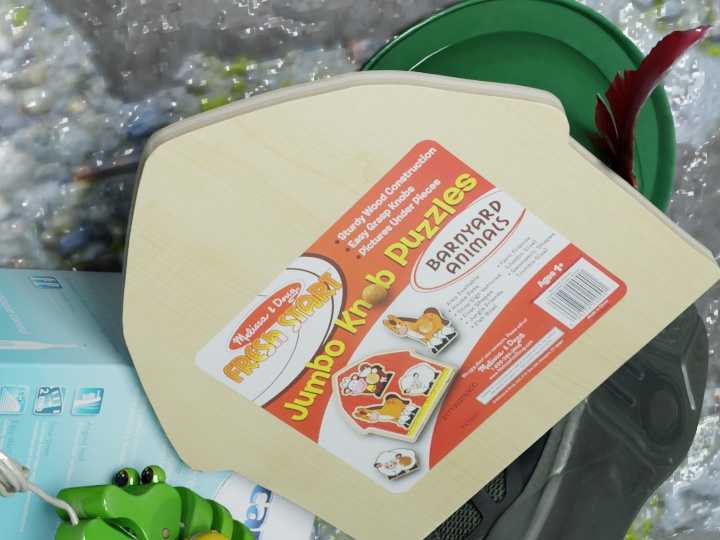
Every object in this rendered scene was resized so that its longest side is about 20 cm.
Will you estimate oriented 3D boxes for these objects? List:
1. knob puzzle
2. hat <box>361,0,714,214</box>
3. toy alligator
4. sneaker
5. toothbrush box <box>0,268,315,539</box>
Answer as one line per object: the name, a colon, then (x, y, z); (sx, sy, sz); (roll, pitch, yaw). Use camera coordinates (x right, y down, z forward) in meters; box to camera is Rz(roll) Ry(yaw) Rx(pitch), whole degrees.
knob puzzle: (0.000, 0.000, 0.988); (0.219, 0.030, 0.220); (-5, 127, -6)
hat: (0.083, -0.006, 1.048); (0.166, 0.176, 0.200); (-46, 127, 1)
toy alligator: (-0.074, 0.099, 1.003); (0.200, 0.059, 0.054); (46, 49, -37)
sneaker: (0.071, 0.088, 1.169); (0.076, 0.114, 0.200); (42, 66, -32)
toothbrush box: (-0.120, 0.081, 1.052); (0.199, 0.085, 0.147); (2, 116, -27)
